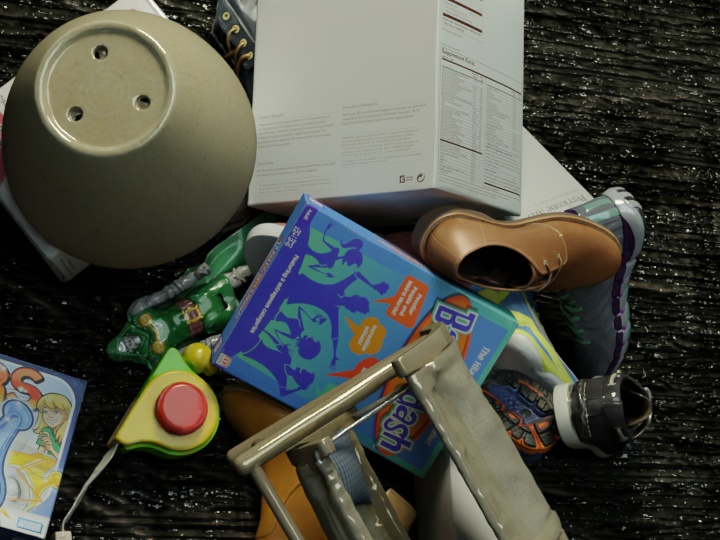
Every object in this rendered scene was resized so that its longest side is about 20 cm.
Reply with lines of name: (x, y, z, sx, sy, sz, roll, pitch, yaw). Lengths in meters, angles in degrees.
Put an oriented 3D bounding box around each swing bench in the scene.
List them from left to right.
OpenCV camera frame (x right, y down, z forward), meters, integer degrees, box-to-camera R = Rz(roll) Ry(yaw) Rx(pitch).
swing bench: (0.035, 0.171, 1.208, 0.200, 0.130, 0.199, -31, 92, -8)

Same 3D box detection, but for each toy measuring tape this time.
toy measuring tape: (-0.165, 0.146, 1.281, 0.073, 0.074, 0.200, 32, 67, -6)

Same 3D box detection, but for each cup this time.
cup: (-0.181, -0.114, 1.211, 0.199, 0.143, 0.201, 0, 78, 0)

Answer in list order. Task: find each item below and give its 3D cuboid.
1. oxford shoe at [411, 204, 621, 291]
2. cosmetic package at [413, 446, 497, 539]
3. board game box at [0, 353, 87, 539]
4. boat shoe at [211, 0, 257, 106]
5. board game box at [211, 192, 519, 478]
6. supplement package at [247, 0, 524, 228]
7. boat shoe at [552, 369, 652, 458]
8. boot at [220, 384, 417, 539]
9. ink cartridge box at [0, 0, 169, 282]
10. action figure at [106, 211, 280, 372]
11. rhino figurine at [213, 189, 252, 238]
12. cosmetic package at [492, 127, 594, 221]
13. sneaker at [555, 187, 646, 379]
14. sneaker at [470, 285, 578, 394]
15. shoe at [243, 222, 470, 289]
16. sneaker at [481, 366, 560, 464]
oxford shoe: (0.140, -0.005, 1.319, 0.199, 0.072, 0.071, 2, 28, -31)
cosmetic package: (0.083, 0.236, 1.333, 0.050, 0.083, 0.201, 7, 62, -21)
board game box: (-0.322, 0.120, 1.237, 0.199, 0.034, 0.136, 19, 60, -15)
boat shoe: (-0.098, -0.196, 1.479, 0.090, 0.071, 0.201, 16, 58, -6)
board game box: (0.003, 0.054, 1.300, 0.199, 0.045, 0.153, 29, 99, -12)
supplement package: (0.024, -0.148, 1.377, 0.147, 0.191, 0.201, 13, 77, -55)
boat shoe: (0.222, 0.120, 1.403, 0.200, 0.060, 0.074, 20, 61, -65)
boot: (-0.064, 0.198, 1.296, 0.201, 0.071, 0.144, 37, 62, 2)
ink cartridge box: (-0.210, -0.112, 1.326, 0.200, 0.085, 0.146, -38, 81, -10)
action figure: (-0.125, 0.032, 1.361, 0.199, 0.055, 0.118, -26, 81, -27)
rhino figurine: (-0.152, -0.117, 1.414, 0.087, 0.060, 0.201, -12, 73, -21)
cosmetic package: (0.109, -0.087, 1.471, 0.101, 0.071, 0.200, -21, 55, -32)
sneaker: (0.191, 0.019, 1.439, 0.087, 0.201, 0.074, -13, 36, -23)
sneaker: (0.141, 0.038, 1.460, 0.200, 0.076, 0.105, 44, 56, 2)
shoe: (0.000, 0.000, 1.367, 0.199, 0.072, 0.091, 29, 46, -8)
sneaker: (0.087, 0.100, 1.410, 0.075, 0.079, 0.200, -33, 65, -28)
